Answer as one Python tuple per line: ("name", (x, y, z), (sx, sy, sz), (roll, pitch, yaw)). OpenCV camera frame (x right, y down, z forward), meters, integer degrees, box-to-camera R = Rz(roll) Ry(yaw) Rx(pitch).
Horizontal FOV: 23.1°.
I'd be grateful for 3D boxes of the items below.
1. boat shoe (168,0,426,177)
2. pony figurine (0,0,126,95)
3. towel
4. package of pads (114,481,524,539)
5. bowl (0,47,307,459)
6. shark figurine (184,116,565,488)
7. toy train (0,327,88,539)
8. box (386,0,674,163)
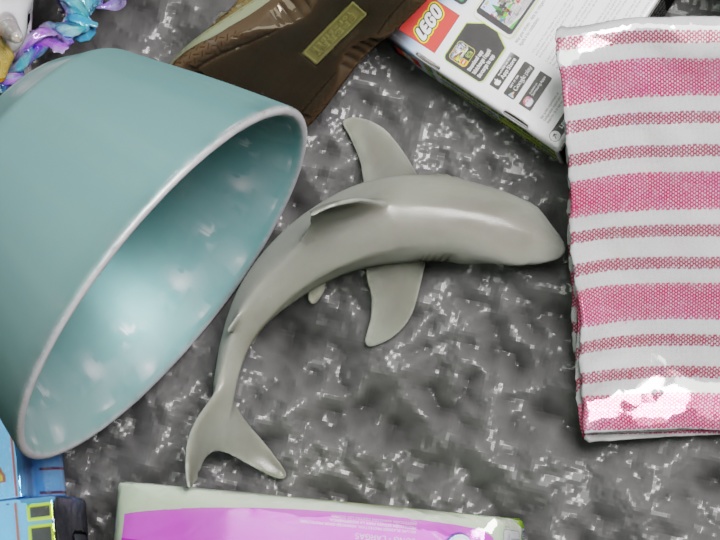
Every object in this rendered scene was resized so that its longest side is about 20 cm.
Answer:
("boat shoe", (-0.034, -0.123, 0.893), (0.199, 0.077, 0.072), (-35, 119, 19))
("pony figurine", (-0.187, -0.160, 0.878), (0.192, 0.167, 0.201), (-4, 50, 43))
("towel", (0.167, -0.018, 0.820), (0.144, 0.030, 0.203), (-2, 104, 12))
("package of pads", (-0.025, 0.188, 0.846), (0.197, 0.068, 0.157), (3, 83, 12))
("bowl", (-0.127, -0.022, 0.823), (0.105, 0.201, 0.202), (37, 91, 11))
("shark figurine", (-0.022, 0.001, 0.862), (0.214, 0.089, 0.129), (-37, 76, 2))
("toy train", (-0.197, 0.100, 0.886), (0.113, 0.087, 0.203), (-7, 79, 1))
("box", (0.112, -0.168, 0.882), (0.110, 0.035, 0.201), (35, 90, 13))
